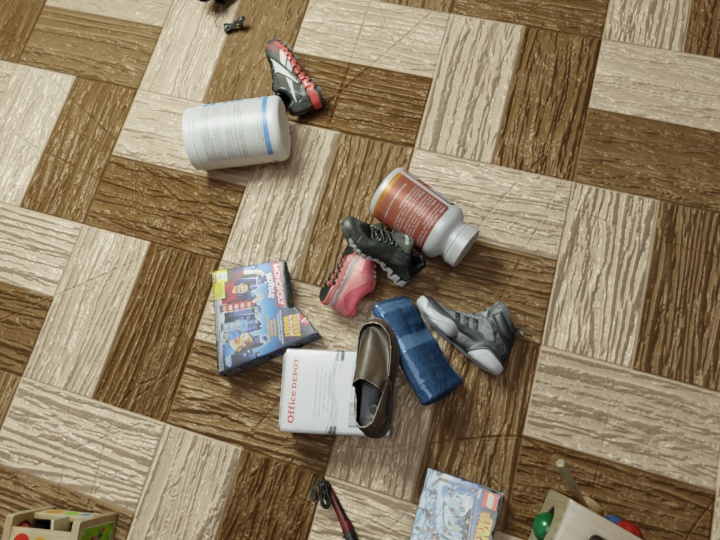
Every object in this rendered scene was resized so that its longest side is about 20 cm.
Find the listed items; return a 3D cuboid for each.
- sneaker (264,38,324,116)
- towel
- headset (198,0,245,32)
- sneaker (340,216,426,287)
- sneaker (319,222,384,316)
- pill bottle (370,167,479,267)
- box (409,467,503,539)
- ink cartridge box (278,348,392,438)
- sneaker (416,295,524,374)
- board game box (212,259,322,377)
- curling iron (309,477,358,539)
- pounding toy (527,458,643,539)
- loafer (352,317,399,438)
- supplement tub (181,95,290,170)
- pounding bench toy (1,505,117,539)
[{"bbox_3d":[-0.164,-0.415,1.247,0.097,0.071,0.202,-33,75,-5],"label":"sneaker"},{"bbox_3d":[0.101,0.141,1.046,0.048,0.111,0.202,-40,70,32],"label":"towel"},{"bbox_3d":[-0.325,-0.650,1.309,0.093,0.123,0.203,-9,103,30],"label":"headset"},{"bbox_3d":[0.051,-0.048,1.059,0.090,0.200,0.067,-29,40,29],"label":"sneaker"},{"bbox_3d":[0.000,0.000,1.128,0.086,0.074,0.201,38,72,-17],"label":"sneaker"},{"bbox_3d":[0.124,-0.099,1.107,0.199,0.112,0.113,38,82,15],"label":"pill bottle"},{"bbox_3d":[0.155,0.460,0.988,0.135,0.040,0.203,15,77,12],"label":"box"},{"bbox_3d":[-0.039,0.224,1.051,0.197,0.086,0.149,1,74,8],"label":"ink cartridge box"},{"bbox_3d":[0.206,0.091,1.068,0.199,0.076,0.114,40,82,9],"label":"sneaker"},{"bbox_3d":[-0.179,0.090,1.117,0.197,0.062,0.203,-8,74,3],"label":"board game box"},{"bbox_3d":[-0.031,0.462,1.014,0.049,0.026,0.201,-21,74,-39],"label":"curling iron"},{"bbox_3d":[0.356,0.408,0.904,0.198,0.184,0.143,27,79,13],"label":"pounding toy"},{"bbox_3d":[0.024,0.177,0.970,0.072,0.071,0.203,-6,74,20],"label":"loafer"},{"bbox_3d":[-0.252,-0.283,1.191,0.197,0.132,0.134,-5,74,4],"label":"supplement tub"},{"bbox_3d":[-0.544,0.531,1.006,0.153,0.124,0.203,2,75,7],"label":"pounding bench toy"}]
